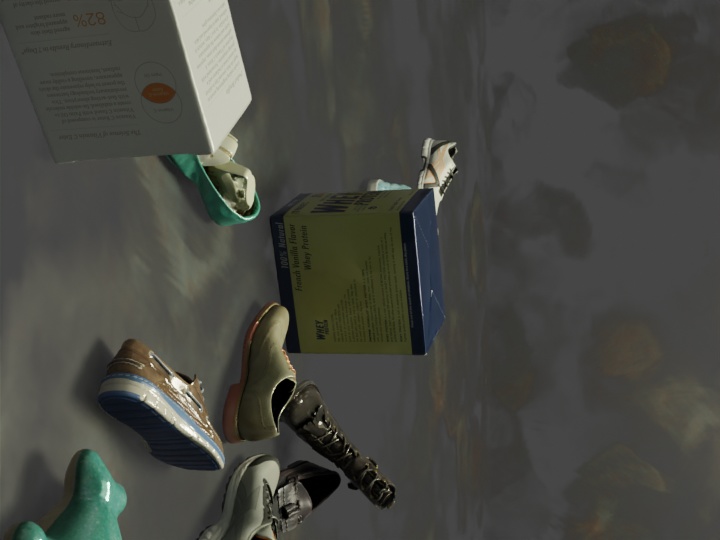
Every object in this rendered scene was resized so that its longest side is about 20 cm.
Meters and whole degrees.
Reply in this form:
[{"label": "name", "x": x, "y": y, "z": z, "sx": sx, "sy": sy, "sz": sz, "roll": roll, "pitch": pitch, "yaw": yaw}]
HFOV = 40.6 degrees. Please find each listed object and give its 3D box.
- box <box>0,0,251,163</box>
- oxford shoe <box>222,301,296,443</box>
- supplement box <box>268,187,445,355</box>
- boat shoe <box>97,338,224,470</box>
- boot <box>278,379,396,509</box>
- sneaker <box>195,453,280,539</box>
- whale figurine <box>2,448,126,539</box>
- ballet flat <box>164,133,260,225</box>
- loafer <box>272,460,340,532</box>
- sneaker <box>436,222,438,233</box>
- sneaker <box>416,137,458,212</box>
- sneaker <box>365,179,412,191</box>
[{"label": "box", "x": -0.194, "y": -0.202, "z": 0.792, "sx": 0.107, "sy": 0.152, "sz": 0.201, "roll": -69, "pitch": 153, "yaw": -53}, {"label": "oxford shoe", "x": -0.107, "y": 0.124, "z": 1.192, "sx": 0.071, "sy": 0.073, "sz": 0.201, "roll": 69, "pitch": 26, "yaw": -49}, {"label": "supplement box", "x": 0.000, "y": 0.000, "z": 1.340, "sx": 0.134, "sy": 0.199, "sz": 0.201, "roll": -49, "pitch": 135, "yaw": -66}, {"label": "boat shoe", "x": -0.180, "y": 0.135, "z": 0.952, "sx": 0.200, "sy": 0.072, "sz": 0.073, "roll": 65, "pitch": 27, "yaw": -53}, {"label": "boot", "x": -0.022, "y": 0.239, "z": 1.298, "sx": 0.069, "sy": 0.174, "sz": 0.200, "roll": -45, "pitch": 153, "yaw": -7}, {"label": "sneaker", "x": -0.124, "y": 0.290, "z": 1.121, "sx": 0.200, "sy": 0.079, "sz": 0.074, "roll": -66, "pitch": 149, "yaw": -57}, {"label": "whale figurine", "x": -0.218, "y": 0.242, "z": 0.762, "sx": 0.159, "sy": 0.103, "sz": 0.201, "roll": 72, "pitch": 24, "yaw": -43}, {"label": "ballet flat", "x": -0.157, "y": -0.119, "z": 1.052, "sx": 0.200, "sy": 0.070, "sz": 0.068, "roll": 64, "pitch": 30, "yaw": -54}, {"label": "loafer", "x": -0.082, "y": 0.294, "z": 1.281, "sx": 0.200, "sy": 0.063, "sz": 0.072, "roll": -19, "pitch": 108, "yaw": -73}, {"label": "sneaker", "x": 0.118, "y": -0.043, "z": 1.997, "sx": 0.080, "sy": 0.077, "sz": 0.201, "roll": -102, "pitch": -170, "yaw": -72}, {"label": "sneaker", "x": 0.170, "y": -0.205, "z": 2.138, "sx": 0.074, "sy": 0.080, "sz": 0.201, "roll": 58, "pitch": 36, "yaw": -62}, {"label": "sneaker", "x": 0.064, "y": -0.131, "z": 1.770, "sx": 0.200, "sy": 0.082, "sz": 0.074, "roll": -21, "pitch": 108, "yaw": -72}]
